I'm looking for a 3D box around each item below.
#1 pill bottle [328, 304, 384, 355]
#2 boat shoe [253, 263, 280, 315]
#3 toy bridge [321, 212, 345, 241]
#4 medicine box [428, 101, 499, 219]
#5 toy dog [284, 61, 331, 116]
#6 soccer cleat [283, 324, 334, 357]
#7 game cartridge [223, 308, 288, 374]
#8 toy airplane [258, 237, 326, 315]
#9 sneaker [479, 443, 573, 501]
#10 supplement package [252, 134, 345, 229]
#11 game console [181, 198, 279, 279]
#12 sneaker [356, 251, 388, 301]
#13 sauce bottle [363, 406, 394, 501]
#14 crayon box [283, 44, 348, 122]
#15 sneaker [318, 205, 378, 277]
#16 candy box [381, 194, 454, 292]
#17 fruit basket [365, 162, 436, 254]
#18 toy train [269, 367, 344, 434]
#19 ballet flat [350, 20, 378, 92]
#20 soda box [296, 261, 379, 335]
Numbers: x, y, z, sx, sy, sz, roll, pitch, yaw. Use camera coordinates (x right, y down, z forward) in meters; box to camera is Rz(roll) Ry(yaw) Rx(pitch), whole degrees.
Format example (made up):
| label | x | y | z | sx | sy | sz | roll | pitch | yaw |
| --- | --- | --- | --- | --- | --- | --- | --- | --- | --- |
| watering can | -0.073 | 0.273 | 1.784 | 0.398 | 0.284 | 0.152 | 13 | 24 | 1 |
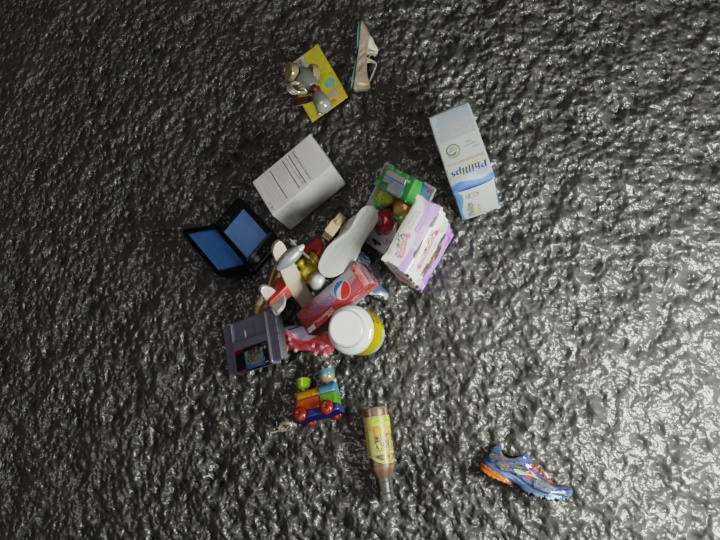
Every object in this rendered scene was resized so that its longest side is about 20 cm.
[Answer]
| label | x | y | z | sx | sy | sz | roll | pitch | yaw |
| --- | --- | --- | --- | --- | --- | --- | --- | --- | --- |
| pill bottle | -0.011 | 0.140 | 1.357 | 0.106 | 0.200 | 0.113 | -2 | 81 | 12 |
| boat shoe | -0.204 | 0.043 | 1.520 | 0.066 | 0.072 | 0.204 | 28 | 92 | 16 |
| toy bridge | -0.063 | -0.110 | 1.446 | 0.027 | 0.200 | 0.068 | 37 | 85 | -4 |
| medicine box | 0.248 | -0.253 | 1.387 | 0.100 | 0.182 | 0.206 | -19 | 72 | 11 |
| toy dog | -0.143 | -0.468 | 1.554 | 0.128 | 0.098 | 0.204 | 11 | 43 | -17 |
| soccer cleat | -0.145 | 0.164 | 1.480 | 0.195 | 0.068 | 0.077 | 10 | 42 | 28 |
| game cartridge | -0.270 | 0.183 | 1.485 | 0.196 | 0.038 | 0.134 | -21 | 69 | 33 |
| toy airplane | -0.148 | 0.024 | 1.412 | 0.138 | 0.198 | 0.206 | 12 | 99 | 32 |
| sneaker | 0.354 | 0.430 | 1.244 | 0.195 | 0.075 | 0.080 | 18 | 78 | 19 |
| supplement package | -0.159 | -0.230 | 1.542 | 0.198 | 0.121 | 0.121 | -37 | 68 | 5 |
| game console | -0.345 | -0.090 | 1.568 | 0.171 | 0.118 | 0.200 | -47 | 69 | 2 |
| sneaker | 0.000 | 0.000 | 1.459 | 0.199 | 0.076 | 0.077 | 42 | 91 | 23 |
| sauce bottle | 0.047 | 0.419 | 1.348 | 0.063 | 0.065 | 0.206 | -12 | 74 | 14 |
| crayon box | -0.121 | -0.513 | 1.639 | 0.125 | 0.051 | 0.204 | -30 | 69 | 8 |
| sneaker | -0.036 | -0.060 | 1.418 | 0.073 | 0.115 | 0.201 | 41 | 76 | -6 |
| candy box | 0.137 | -0.056 | 1.364 | 0.070 | 0.200 | 0.171 | 29 | 86 | 21 |
| fruit basket | 0.075 | -0.148 | 1.453 | 0.184 | 0.093 | 0.203 | 35 | 96 | 39 |
| toy train | -0.141 | 0.316 | 1.427 | 0.195 | 0.085 | 0.119 | -17 | 62 | 13 |
| ballet flat | 0.014 | -0.587 | 1.616 | 0.065 | 0.068 | 0.207 | 6 | 83 | -2 |
| soda box | -0.054 | 0.068 | 1.386 | 0.199 | 0.070 | 0.064 | -40 | 72 | 12 |
